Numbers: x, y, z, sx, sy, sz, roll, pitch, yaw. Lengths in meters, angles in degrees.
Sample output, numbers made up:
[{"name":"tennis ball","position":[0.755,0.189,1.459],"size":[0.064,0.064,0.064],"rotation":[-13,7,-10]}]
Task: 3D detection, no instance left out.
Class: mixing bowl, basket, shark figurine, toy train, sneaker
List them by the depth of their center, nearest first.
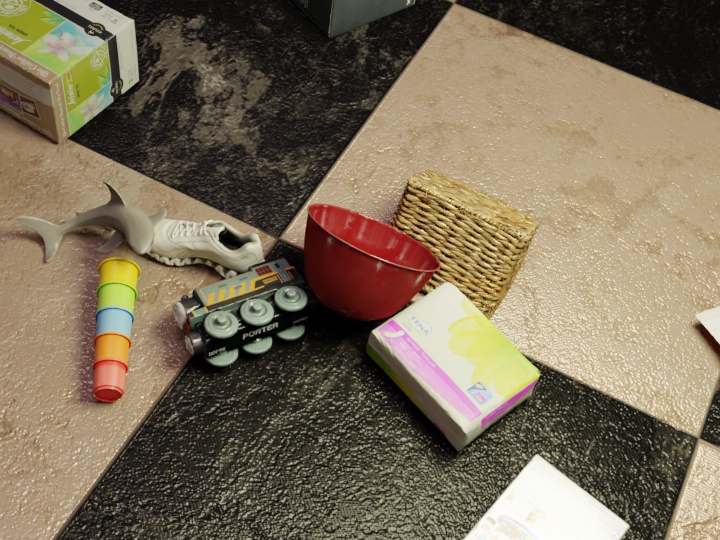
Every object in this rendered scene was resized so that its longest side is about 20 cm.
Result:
[{"name":"mixing bowl","position":[0.000,0.000,1.444],"size":[0.199,0.109,0.200],"rotation":[21,16,-6]},{"name":"toy train","position":[-0.158,0.054,1.444],"size":[0.199,0.086,0.114],"rotation":[-20,50,-24]},{"name":"shark figurine","position":[-0.367,-0.082,1.489],"size":[0.213,0.090,0.128],"rotation":[3,39,26]},{"name":"sneaker","position":[-0.229,-0.045,1.511],"size":[0.198,0.081,0.075],"rotation":[15,54,6]},{"name":"basket","position":[0.145,-0.042,1.569],"size":[0.199,0.150,0.143],"rotation":[26,20,13]}]

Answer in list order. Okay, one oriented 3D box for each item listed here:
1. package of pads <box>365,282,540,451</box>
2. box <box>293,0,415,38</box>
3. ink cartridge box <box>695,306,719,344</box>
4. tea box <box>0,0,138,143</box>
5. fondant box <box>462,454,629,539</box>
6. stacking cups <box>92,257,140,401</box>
[{"name":"package of pads","position":[0.128,0.123,1.434],"size":[0.154,0.068,0.200],"rotation":[-31,63,-27]},{"name":"box","position":[-0.028,-0.551,1.904],"size":[0.199,0.124,0.197],"rotation":[-28,62,-26]},{"name":"ink cartridge box","position":[0.597,0.126,1.516],"size":[0.161,0.050,0.200],"rotation":[-16,48,-18]},{"name":"tea box","position":[-0.493,-0.342,1.671],"size":[0.199,0.134,0.197],"rotation":[29,55,15]},{"name":"fondant box","position":[0.212,0.344,1.281],"size":[0.144,0.058,0.200],"rotation":[37,56,20]},{"name":"stacking cups","position":[-0.337,0.081,1.418],"size":[0.060,0.061,0.201],"rotation":[3,56,-5]}]
